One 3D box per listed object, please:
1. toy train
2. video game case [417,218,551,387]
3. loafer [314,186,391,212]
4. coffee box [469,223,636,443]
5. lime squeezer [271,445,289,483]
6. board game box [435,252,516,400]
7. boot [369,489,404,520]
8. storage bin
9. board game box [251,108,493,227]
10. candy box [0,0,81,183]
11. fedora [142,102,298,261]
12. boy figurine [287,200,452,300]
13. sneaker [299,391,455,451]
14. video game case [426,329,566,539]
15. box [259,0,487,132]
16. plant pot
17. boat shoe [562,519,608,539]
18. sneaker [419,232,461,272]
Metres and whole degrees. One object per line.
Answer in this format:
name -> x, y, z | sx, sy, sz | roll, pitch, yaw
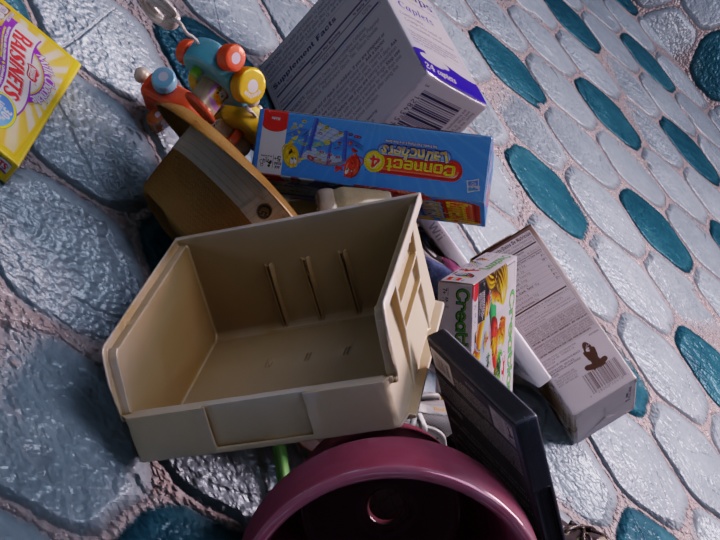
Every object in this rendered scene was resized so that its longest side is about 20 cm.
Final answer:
toy train -> -0.149, -0.150, 1.218 | 0.150, 0.056, 0.200 | 30, -18, 7
video game case -> 0.113, 0.024, 1.414 | 0.200, 0.018, 0.143 | 54, -3, -6
loafer -> 0.018, 0.012, 1.171 | 0.076, 0.068, 0.201 | -94, 167, -48
coffee box -> 0.201, 0.067, 1.477 | 0.201, 0.079, 0.114 | 58, -4, 24
lime squeezer -> -0.051, 0.106, 1.119 | 0.071, 0.038, 0.200 | 41, 23, -6
board game box -> 0.100, 0.095, 1.228 | 0.034, 0.201, 0.126 | 6, 14, 22
boot -> 0.056, 0.211, 1.114 | 0.201, 0.070, 0.132 | 57, 22, -3
storage bin -> -0.055, 0.041, 1.001 | 0.199, 0.199, 0.094 | -69, 146, -63
board game box -> 0.018, -0.087, 1.241 | 0.194, 0.056, 0.200 | 8, -3, 6
candy box -> -0.293, -0.153, 1.136 | 0.102, 0.026, 0.200 | 41, 25, -19
fedora -> -0.116, -0.045, 1.155 | 0.201, 0.082, 0.201 | 44, -8, 8
boy figurine -> 0.000, 0.000, 1.284 | 0.199, 0.125, 0.064 | 26, -1, 14
sneaker -> 0.023, 0.112, 1.105 | 0.200, 0.092, 0.076 | 31, 48, -43
video game case -> 0.101, 0.153, 0.960 | 0.143, 0.019, 0.201 | -136, -154, -61
box -> 0.009, -0.194, 1.484 | 0.105, 0.184, 0.201 | 19, 37, -43
plant pot -> 0.016, 0.190, 0.944 | 0.200, 0.200, 0.179 | 41, 9, -10
boat shoe -> 0.195, 0.256, 1.252 | 0.200, 0.065, 0.073 | 53, 26, 13
sneaker -> 0.029, 0.002, 1.357 | 0.200, 0.086, 0.081 | 42, -21, 41
